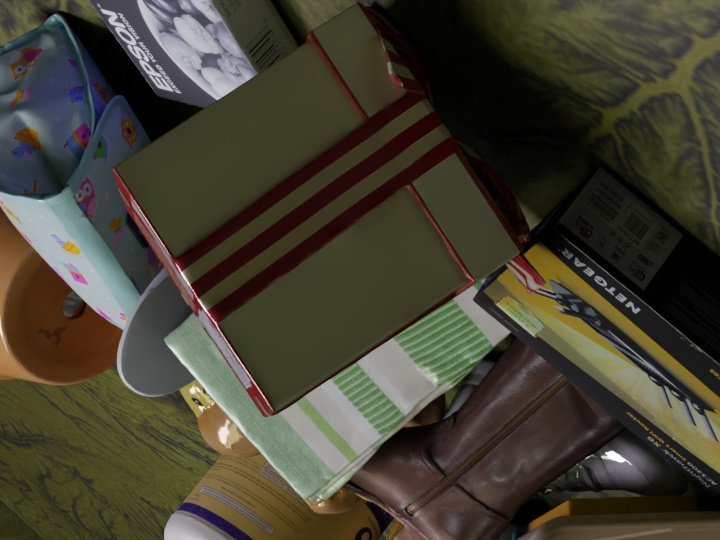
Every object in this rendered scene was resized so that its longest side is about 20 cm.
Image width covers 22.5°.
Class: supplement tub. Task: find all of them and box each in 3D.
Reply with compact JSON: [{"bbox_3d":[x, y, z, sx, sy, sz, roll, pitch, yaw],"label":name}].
[{"bbox_3d":[-0.048,0.184,1.486,0.145,0.200,0.146,34,159,15],"label":"supplement tub"}]

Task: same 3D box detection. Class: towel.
[{"bbox_3d":[-0.009,0.039,1.185,0.153,0.200,0.023,49,-164,1],"label":"towel"}]

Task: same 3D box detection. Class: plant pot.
[{"bbox_3d":[-0.269,0.009,1.512,0.140,0.200,0.200,24,155,48],"label":"plant pot"}]

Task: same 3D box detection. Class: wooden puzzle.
[{"bbox_3d":[0.180,0.174,1.207,0.185,0.199,0.037,124,139,-69],"label":"wooden puzzle"}]

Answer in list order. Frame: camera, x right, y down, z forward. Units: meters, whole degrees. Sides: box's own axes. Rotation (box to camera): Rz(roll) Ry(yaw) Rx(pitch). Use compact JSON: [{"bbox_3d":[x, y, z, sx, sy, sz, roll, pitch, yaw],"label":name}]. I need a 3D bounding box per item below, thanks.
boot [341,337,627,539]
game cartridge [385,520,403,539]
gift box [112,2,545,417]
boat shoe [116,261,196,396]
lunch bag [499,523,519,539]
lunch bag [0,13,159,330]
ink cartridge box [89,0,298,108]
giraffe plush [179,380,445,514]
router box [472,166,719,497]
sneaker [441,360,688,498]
[{"bbox_3d":[0.067,0.084,1.212,0.186,0.200,0.064,44,-159,3],"label":"boot"},{"bbox_3d":[0.027,0.239,1.506,0.032,0.177,0.200,28,158,7],"label":"game cartridge"},{"bbox_3d":[-0.013,-0.028,1.014,0.185,0.187,0.200,57,172,-3],"label":"gift box"},{"bbox_3d":[-0.104,-0.001,1.254,0.069,0.200,0.057,35,169,-18],"label":"boat shoe"},{"bbox_3d":[0.134,0.295,1.547,0.170,0.122,0.200,29,168,16],"label":"lunch bag"},{"bbox_3d":[-0.201,-0.061,1.322,0.200,0.122,0.171,58,177,45],"label":"lunch bag"},{"bbox_3d":[-0.140,-0.185,1.151,0.200,0.043,0.198,18,151,45],"label":"ink cartridge box"},{"bbox_3d":[-0.063,0.080,1.330,0.162,0.173,0.200,6,-146,-47],"label":"giraffe plush"},{"bbox_3d":[0.177,0.042,1.073,0.200,0.052,0.157,39,159,0],"label":"router box"},{"bbox_3d":[0.136,0.133,1.259,0.200,0.100,0.075,18,154,43],"label":"sneaker"}]
